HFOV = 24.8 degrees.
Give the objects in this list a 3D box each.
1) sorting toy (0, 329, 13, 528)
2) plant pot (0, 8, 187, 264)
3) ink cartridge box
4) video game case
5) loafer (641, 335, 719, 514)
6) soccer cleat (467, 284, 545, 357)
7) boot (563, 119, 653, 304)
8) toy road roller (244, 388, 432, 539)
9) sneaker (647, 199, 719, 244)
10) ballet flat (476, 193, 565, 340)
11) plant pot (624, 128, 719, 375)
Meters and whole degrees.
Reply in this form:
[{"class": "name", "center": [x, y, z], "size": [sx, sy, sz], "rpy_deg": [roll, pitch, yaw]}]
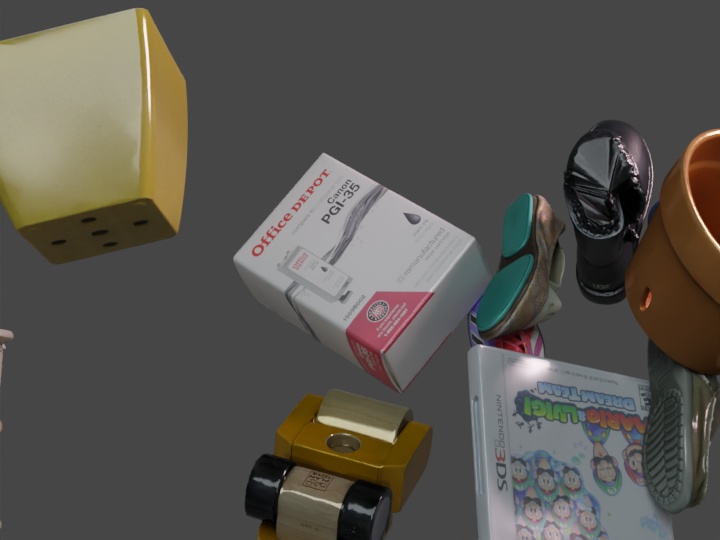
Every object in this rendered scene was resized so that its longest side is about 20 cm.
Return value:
[{"class": "sorting toy", "center": [-0.436, 0.154, 1.567], "size": [0.179, 0.107, 0.201], "rpy_deg": [-15, 61, 23]}, {"class": "plant pot", "center": [-0.270, -0.118, 1.615], "size": [0.198, 0.200, 0.178], "rpy_deg": [-14, 74, 2]}, {"class": "ink cartridge box", "center": [0.000, 0.000, 1.547], "size": [0.199, 0.083, 0.147], "rpy_deg": [31, 72, 32]}, {"class": "video game case", "center": [0.185, 0.167, 1.427], "size": [0.199, 0.024, 0.183], "rpy_deg": [13, 60, -27]}, {"class": "loafer", "center": [0.297, 0.124, 1.455], "size": [0.069, 0.075, 0.201], "rpy_deg": [18, 57, -14]}, {"class": "soccer cleat", "center": [0.140, 0.092, 1.504], "size": [0.068, 0.073, 0.201], "rpy_deg": [-12, 63, 4]}, {"class": "boot", "center": [0.233, -0.087, 1.525], "size": [0.076, 0.168, 0.201], "rpy_deg": [5, 64, 11]}, {"class": "toy road roller", "center": [-0.023, 0.212, 1.463], "size": [0.122, 0.147, 0.200], "rpy_deg": [14, 30, 15]}, {"class": "sneaker", "center": [0.371, -0.046, 1.542], "size": [0.199, 0.082, 0.075], "rpy_deg": [-3, 99, 24]}, {"class": "ballet flat", "center": [0.159, 0.007, 1.520], "size": [0.068, 0.067, 0.201], "rpy_deg": [-32, 25, 39]}, {"class": "plant pot", "center": [0.324, -0.003, 1.432], "size": [0.199, 0.140, 0.201], "rpy_deg": [18, 46, -20]}]
